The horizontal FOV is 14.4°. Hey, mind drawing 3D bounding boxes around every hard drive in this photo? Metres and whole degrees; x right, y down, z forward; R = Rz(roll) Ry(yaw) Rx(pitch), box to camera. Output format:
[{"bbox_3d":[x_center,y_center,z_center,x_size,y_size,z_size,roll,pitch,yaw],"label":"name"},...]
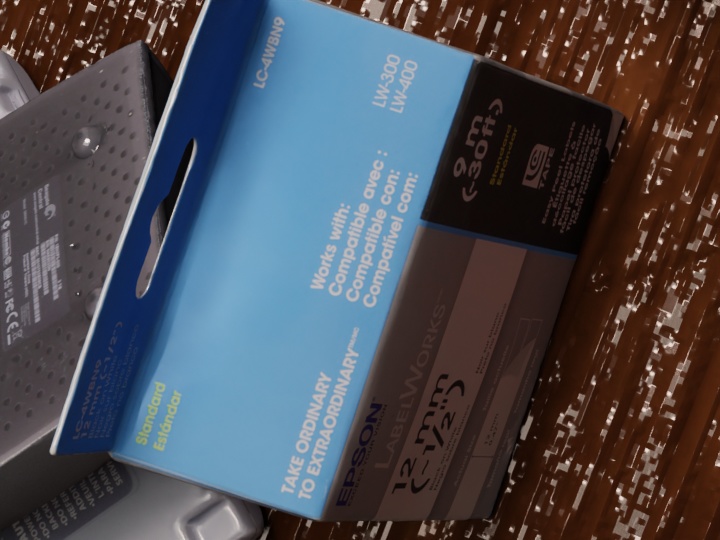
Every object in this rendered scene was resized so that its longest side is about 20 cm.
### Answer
[{"bbox_3d":[-0.128,0.026,0.926,0.200,0.042,0.135,-31,47,26],"label":"hard drive"}]

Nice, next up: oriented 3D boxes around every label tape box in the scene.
[{"bbox_3d":[0.000,0.000,0.852,0.066,0.200,0.143,20,94,22],"label":"label tape box"}]

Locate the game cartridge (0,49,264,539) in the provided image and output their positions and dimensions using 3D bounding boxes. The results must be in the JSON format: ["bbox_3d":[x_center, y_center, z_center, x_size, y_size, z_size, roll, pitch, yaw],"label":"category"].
[{"bbox_3d":[-0.131,0.040,0.998,0.133,0.041,0.200,-33,73,15],"label":"game cartridge"}]
